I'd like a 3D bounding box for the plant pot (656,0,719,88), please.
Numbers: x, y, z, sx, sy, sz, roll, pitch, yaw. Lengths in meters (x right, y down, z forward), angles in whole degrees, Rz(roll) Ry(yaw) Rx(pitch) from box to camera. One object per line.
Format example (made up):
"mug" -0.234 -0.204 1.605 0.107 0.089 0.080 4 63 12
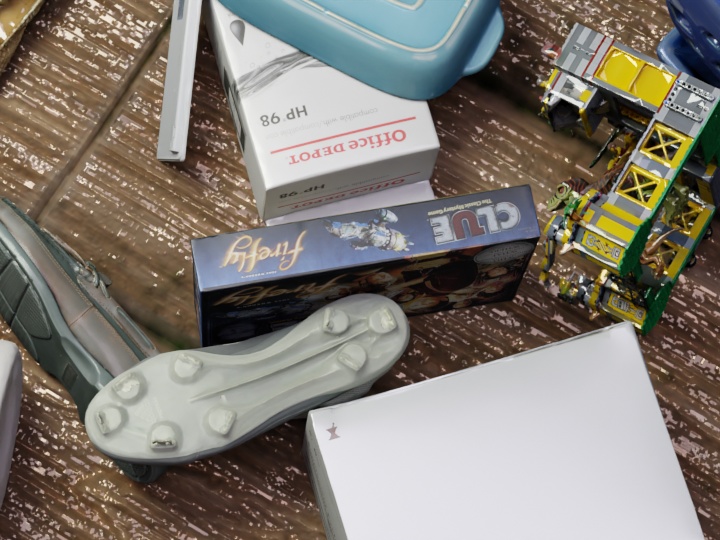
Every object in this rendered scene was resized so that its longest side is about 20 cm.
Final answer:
"plant pot" 0.308 -0.153 1.422 0.200 0.180 0.200 -41 79 -14

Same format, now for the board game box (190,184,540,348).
"board game box" 0.000 0.000 1.382 0.200 0.136 0.035 -9 74 -6

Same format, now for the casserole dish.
"casserole dish" -0.002 -0.188 1.419 0.200 0.039 0.121 28 72 3

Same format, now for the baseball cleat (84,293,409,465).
"baseball cleat" -0.064 0.076 1.369 0.200 0.106 0.070 -17 71 -8

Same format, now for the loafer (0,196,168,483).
"loafer" -0.166 0.035 1.405 0.063 0.072 0.200 -33 85 -32

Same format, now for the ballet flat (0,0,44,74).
"ballet flat" -0.235 -0.173 1.454 0.070 0.065 0.200 32 75 6

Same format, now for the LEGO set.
"LEGO set" 0.144 -0.057 1.386 0.116 0.200 0.154 28 89 19

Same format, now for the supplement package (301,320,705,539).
"supplement package" 0.083 0.140 1.358 0.200 0.111 0.156 -15 75 -7

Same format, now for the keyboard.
"keyboard" -0.108 -0.168 1.437 0.011 0.056 0.200 6 91 -15

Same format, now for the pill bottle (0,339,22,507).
"pill bottle" -0.305 0.083 1.348 0.200 0.114 0.114 8 73 -2

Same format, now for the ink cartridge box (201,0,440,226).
"ink cartridge box" -0.021 -0.107 1.446 0.116 0.067 0.200 -15 75 -9
